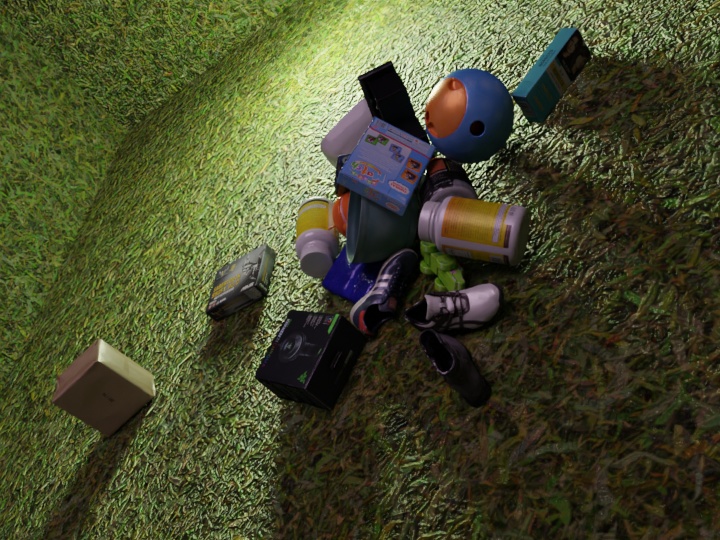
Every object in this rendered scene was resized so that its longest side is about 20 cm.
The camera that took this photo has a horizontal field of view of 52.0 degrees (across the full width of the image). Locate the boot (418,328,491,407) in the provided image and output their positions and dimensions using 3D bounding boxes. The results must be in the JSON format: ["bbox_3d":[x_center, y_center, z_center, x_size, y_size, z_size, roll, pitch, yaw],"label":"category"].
[{"bbox_3d":[0.144,0.140,1.286,0.070,0.132,0.200,-46,33,-1],"label":"boot"}]

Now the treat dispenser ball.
[{"bbox_3d":[0.238,-0.338,1.624,0.199,0.201,0.203,-29,36,24],"label":"treat dispenser ball"}]

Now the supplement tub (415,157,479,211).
[{"bbox_3d":[0.179,-0.160,1.559,0.122,0.123,0.201,-36,24,15],"label":"supplement tub"}]

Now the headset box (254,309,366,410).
[{"bbox_3d":[-0.102,0.185,1.557,0.198,0.093,0.176,2,57,49],"label":"headset box"}]

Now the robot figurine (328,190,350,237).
[{"bbox_3d":[0.015,-0.145,1.757,0.197,0.116,0.147,-22,56,32],"label":"robot figurine"}]

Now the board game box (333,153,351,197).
[{"bbox_3d":[0.009,-0.230,1.725,0.133,0.035,0.200,-13,-10,-8],"label":"board game box"}]

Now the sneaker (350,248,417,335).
[{"bbox_3d":[0.063,0.050,1.535,0.202,0.074,0.084,-55,31,5],"label":"sneaker"}]

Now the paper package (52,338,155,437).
[{"bbox_3d":[-0.691,0.320,1.995,0.190,0.200,0.104,-41,32,9],"label":"paper package"}]

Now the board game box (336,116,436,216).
[{"bbox_3d":[0.056,-0.217,1.514,0.201,0.149,0.037,-61,-3,-41],"label":"board game box"}]

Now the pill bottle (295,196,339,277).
[{"bbox_3d":[-0.106,-0.081,1.829,0.110,0.111,0.202,-30,35,23],"label":"pill bottle"}]

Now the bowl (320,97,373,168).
[{"bbox_3d":[0.014,-0.321,1.894,0.199,0.200,0.075,-43,59,6],"label":"bowl"}]

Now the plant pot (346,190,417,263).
[{"bbox_3d":[0.048,-0.112,1.577,0.200,0.131,0.205,-176,90,-81],"label":"plant pot"}]

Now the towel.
[{"bbox_3d":[0.000,0.000,1.678,0.149,0.050,0.199,-53,33,-11],"label":"towel"}]

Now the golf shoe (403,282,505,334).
[{"bbox_3d":[0.168,0.072,1.353,0.198,0.094,0.079,-25,62,34],"label":"golf shoe"}]

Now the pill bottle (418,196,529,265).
[{"bbox_3d":[0.213,-0.079,1.399,0.196,0.110,0.111,11,59,23],"label":"pill bottle"}]

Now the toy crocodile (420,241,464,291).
[{"bbox_3d":[0.165,-0.014,1.483,0.060,0.069,0.201,-11,32,-15],"label":"toy crocodile"}]

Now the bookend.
[{"bbox_3d":[0.089,-0.338,1.706,0.091,0.200,0.202,-24,46,2],"label":"bookend"}]

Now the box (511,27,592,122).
[{"bbox_3d":[0.421,-0.429,1.621,0.201,0.082,0.049,-53,35,-8],"label":"box"}]

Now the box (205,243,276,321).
[{"bbox_3d":[-0.326,0.033,2.020,0.198,0.048,0.160,-25,39,30],"label":"box"}]
